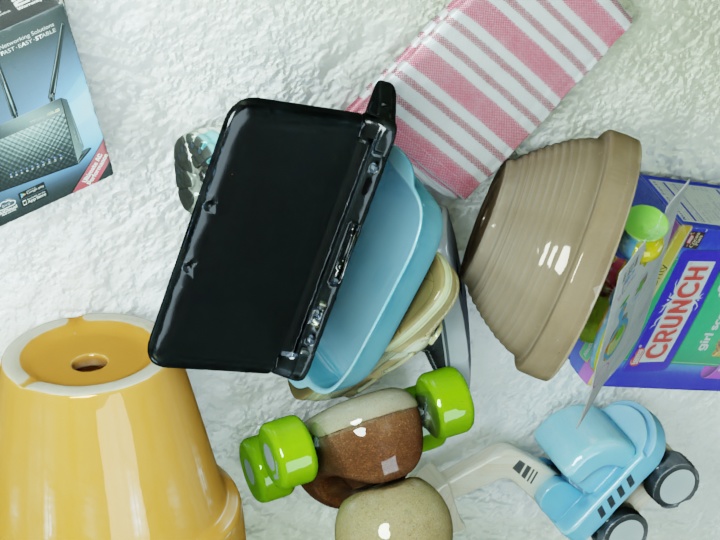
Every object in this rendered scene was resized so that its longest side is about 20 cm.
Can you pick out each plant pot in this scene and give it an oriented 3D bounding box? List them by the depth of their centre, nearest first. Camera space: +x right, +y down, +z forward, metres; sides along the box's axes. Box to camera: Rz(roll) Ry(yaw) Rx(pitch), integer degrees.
[{"bbox_3d":[-0.187,0.139,1.654,0.200,0.200,0.184,-16,118,-24],"label":"plant pot"},{"bbox_3d":[0.136,-0.024,1.765,0.093,0.201,0.201,21,119,-4],"label":"plant pot"}]

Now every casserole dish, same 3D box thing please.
[{"bbox_3d":[0.000,0.000,1.697,0.039,0.121,0.200,10,118,-38],"label":"casserole dish"}]

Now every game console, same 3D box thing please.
[{"bbox_3d":[-0.059,-0.036,1.594,0.116,0.176,0.200,19,110,-6],"label":"game console"}]

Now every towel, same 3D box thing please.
[{"bbox_3d":[0.095,-0.154,1.704,0.200,0.030,0.146,-46,137,8],"label":"towel"}]

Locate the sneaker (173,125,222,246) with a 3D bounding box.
[{"bbox_3d":[-0.079,-0.021,1.659,0.086,0.078,0.200,-20,136,-25],"label":"sneaker"}]

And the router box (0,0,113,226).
[{"bbox_3d":[-0.269,-0.091,1.465,0.200,0.062,0.150,-27,137,-14],"label":"router box"}]

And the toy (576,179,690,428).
[{"bbox_3d":[0.196,0.020,1.788,0.115,0.047,0.200,-50,164,-35],"label":"toy"}]

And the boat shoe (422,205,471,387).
[{"bbox_3d":[0.053,0.022,1.812,0.056,0.069,0.200,-5,138,7],"label":"boat shoe"}]

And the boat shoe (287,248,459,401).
[{"bbox_3d":[0.019,0.044,1.750,0.063,0.073,0.201,8,145,-34],"label":"boat shoe"}]

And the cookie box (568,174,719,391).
[{"bbox_3d":[0.282,0.016,1.956,0.200,0.075,0.171,5,124,-38],"label":"cookie box"}]

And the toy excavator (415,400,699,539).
[{"bbox_3d":[0.166,0.176,2.017,0.194,0.100,0.200,-47,126,6],"label":"toy excavator"}]

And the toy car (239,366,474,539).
[{"bbox_3d":[0.019,0.198,1.807,0.164,0.200,0.158,-16,172,-17],"label":"toy car"}]
